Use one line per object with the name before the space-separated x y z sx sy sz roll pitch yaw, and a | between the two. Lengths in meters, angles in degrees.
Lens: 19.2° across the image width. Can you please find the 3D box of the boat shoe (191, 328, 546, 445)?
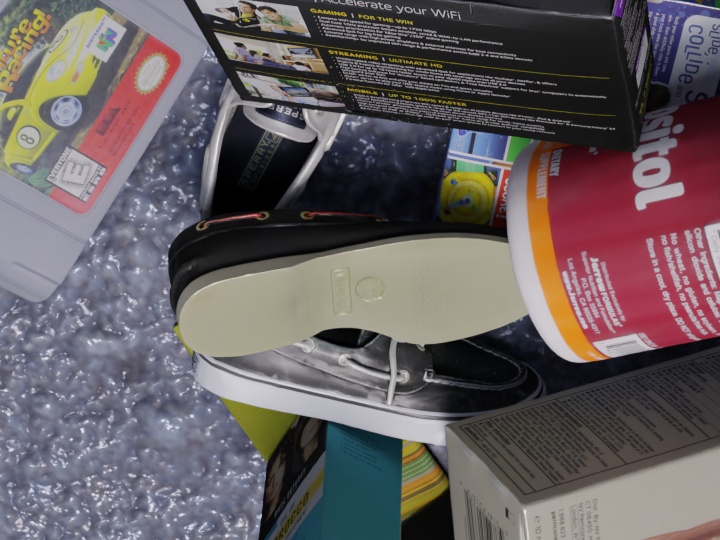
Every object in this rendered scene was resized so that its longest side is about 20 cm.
boat shoe | 0.010 0.041 1.156 0.198 0.074 0.068 12 122 -5

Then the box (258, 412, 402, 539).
box | -0.018 0.143 1.134 0.049 0.200 0.083 27 117 -13

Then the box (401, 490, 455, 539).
box | 0.109 0.217 1.248 0.141 0.079 0.200 -37 114 19

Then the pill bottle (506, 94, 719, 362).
pill bottle | 0.179 -0.028 1.012 0.199 0.113 0.113 -13 121 24

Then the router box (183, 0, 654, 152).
router box | 0.027 -0.113 0.947 0.198 0.051 0.149 9 163 13

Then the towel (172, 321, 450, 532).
towel | -0.021 0.086 1.227 0.086 0.018 0.201 -27 116 15

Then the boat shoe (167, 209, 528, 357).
boat shoe | 0.000 -0.002 1.090 0.200 0.063 0.074 -5 130 -11

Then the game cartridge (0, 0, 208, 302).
game cartridge | -0.154 -0.092 1.032 0.133 0.041 0.201 30 93 -43

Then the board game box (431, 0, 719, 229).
board game box | 0.112 -0.065 1.099 0.134 0.035 0.201 11 124 -1

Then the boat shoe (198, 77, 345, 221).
boat shoe | -0.033 -0.090 1.081 0.073 0.066 0.201 17 124 -5

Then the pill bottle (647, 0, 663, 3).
pill bottle | 0.053 -0.186 0.981 0.198 0.111 0.112 13 124 -2

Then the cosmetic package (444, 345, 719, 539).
cosmetic package | 0.155 0.112 1.119 0.199 0.103 0.088 -14 115 -16
